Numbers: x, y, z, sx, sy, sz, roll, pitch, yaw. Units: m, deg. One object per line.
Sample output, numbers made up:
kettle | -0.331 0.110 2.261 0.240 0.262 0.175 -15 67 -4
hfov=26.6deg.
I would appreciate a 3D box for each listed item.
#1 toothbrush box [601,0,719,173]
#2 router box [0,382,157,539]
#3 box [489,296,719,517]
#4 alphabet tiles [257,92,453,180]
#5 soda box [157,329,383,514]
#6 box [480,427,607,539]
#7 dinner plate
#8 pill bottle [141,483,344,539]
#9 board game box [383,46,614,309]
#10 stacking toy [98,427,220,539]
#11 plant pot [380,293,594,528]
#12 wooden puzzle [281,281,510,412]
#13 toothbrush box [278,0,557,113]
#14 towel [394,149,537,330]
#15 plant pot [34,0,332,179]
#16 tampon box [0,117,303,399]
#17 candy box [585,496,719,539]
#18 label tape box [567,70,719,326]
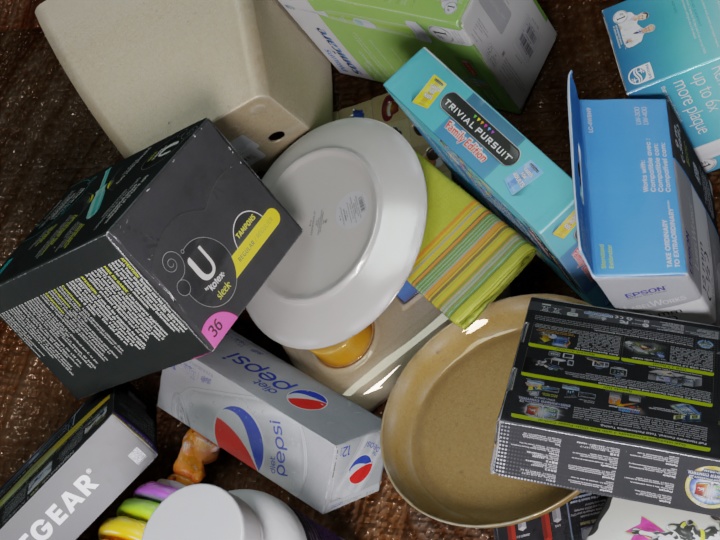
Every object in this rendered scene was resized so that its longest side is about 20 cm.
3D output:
toothbrush box | 0.301 -0.163 1.133 0.200 0.146 0.085 -21 58 16
router box | -0.253 0.185 1.253 0.200 0.052 0.157 -45 12 1
box | 0.195 0.088 0.990 0.200 0.044 0.160 9 31 9
alphabet tiles | -0.013 -0.072 1.340 0.200 0.006 0.166 -17 58 20
soda box | -0.073 0.116 1.224 0.200 0.068 0.063 27 117 35
box | 0.193 0.168 1.079 0.200 0.050 0.158 -18 59 20
dinner plate | -0.032 -0.034 1.245 0.200 0.024 0.200 -15 65 34
pill bottle | -0.071 0.223 1.099 0.111 0.200 0.111 -12 60 22
board game box | 0.119 -0.068 1.178 0.047 0.151 0.200 -44 54 1
stacking toy | -0.162 0.210 1.228 0.116 0.110 0.200 -6 49 45
plant pot | 0.110 0.104 1.110 0.200 0.027 0.200 -19 44 19
wooden puzzle | 0.000 0.000 1.264 0.185 0.046 0.200 -39 56 6
toothbrush box | 0.045 -0.221 1.299 0.200 0.146 0.086 16 74 34
towel | 0.050 -0.037 1.221 0.086 0.018 0.200 -44 50 -3
plant pot | -0.133 -0.168 1.346 0.200 0.200 0.177 -27 65 15
tampon box | -0.177 -0.006 1.226 0.200 0.126 0.150 -19 28 46
candy box | 0.201 0.224 0.982 0.136 0.061 0.200 24 83 32
label tape box | 0.206 -0.039 1.085 0.066 0.200 0.143 -11 61 20
